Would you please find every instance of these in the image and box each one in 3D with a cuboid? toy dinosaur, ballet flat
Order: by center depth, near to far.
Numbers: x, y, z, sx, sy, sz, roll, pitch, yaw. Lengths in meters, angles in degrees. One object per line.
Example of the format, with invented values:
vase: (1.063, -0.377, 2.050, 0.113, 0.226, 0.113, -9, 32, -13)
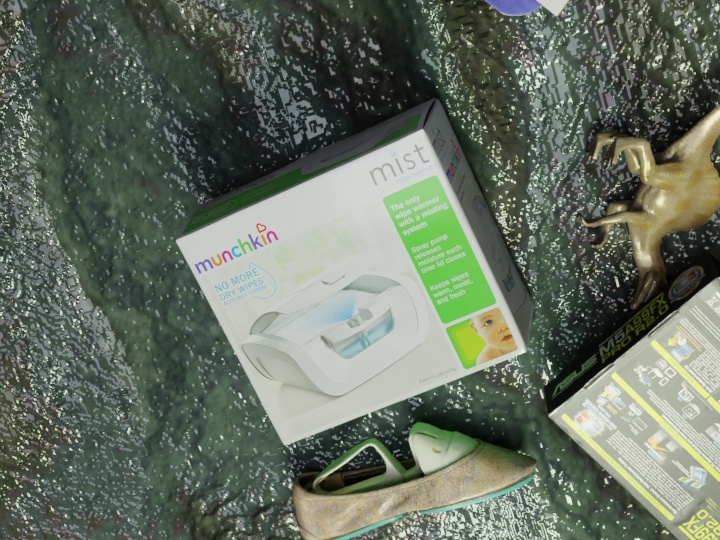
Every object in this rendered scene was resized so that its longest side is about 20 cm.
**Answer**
toy dinosaur: (0.213, -0.069, 0.957, 0.100, 0.058, 0.201, 16, 119, -12)
ballet flat: (0.035, 0.157, 1.050, 0.198, 0.068, 0.068, -20, 97, 14)

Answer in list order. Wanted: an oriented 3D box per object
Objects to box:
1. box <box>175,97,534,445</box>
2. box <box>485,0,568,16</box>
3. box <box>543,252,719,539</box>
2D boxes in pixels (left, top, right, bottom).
box: (0.000, 0.000, 0.987, 0.198, 0.097, 0.178, -22, 106, 17)
box: (0.131, -0.267, 0.903, 0.119, 0.042, 0.201, 35, 108, -3)
box: (0.257, 0.110, 0.991, 0.200, 0.044, 0.160, 42, 111, -14)
